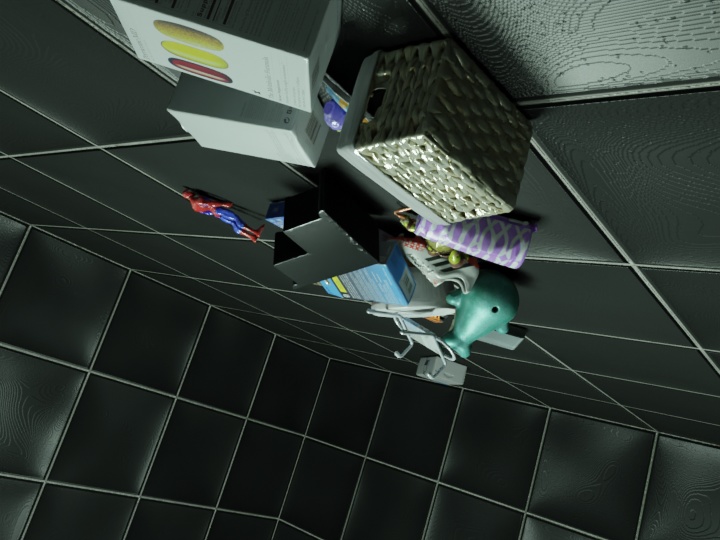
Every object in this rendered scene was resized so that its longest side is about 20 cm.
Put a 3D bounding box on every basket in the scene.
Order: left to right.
[{"bbox_3d":[0.093,-0.153,0.772,0.123,0.136,0.200,0,158,46],"label":"basket"}]

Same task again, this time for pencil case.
[{"bbox_3d":[0.188,-0.069,1.103,0.199,0.084,0.086,17,131,-3],"label":"pencil case"}]

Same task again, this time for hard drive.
[{"bbox_3d":[0.391,0.180,1.926,0.139,0.033,0.200,16,166,9],"label":"hard drive"}]

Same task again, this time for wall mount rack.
[{"bbox_3d":[0.105,0.142,1.431,0.200,0.075,0.174,28,154,49],"label":"wall mount rack"}]

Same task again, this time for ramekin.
[{"bbox_3d":[0.124,0.051,1.530,0.201,0.095,0.202,-1,170,0],"label":"ramekin"}]

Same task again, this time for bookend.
[{"bbox_3d":[-0.096,-0.069,1.256,0.199,0.092,0.199,-18,145,26],"label":"bookend"}]

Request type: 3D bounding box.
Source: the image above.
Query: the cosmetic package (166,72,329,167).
[{"bbox_3d":[-0.156,-0.219,0.950,0.199,0.081,0.113,15,166,17],"label":"cosmetic package"}]

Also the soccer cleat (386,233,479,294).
[{"bbox_3d":[0.144,-0.014,1.360,0.199,0.086,0.069,18,167,-2],"label":"soccer cleat"}]

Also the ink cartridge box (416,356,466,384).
[{"bbox_3d":[0.344,0.429,2.858,0.146,0.086,0.200,20,165,-11],"label":"ink cartridge box"}]

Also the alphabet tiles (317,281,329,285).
[{"bbox_3d":[-0.169,0.010,2.029,0.167,0.008,0.200,10,164,32],"label":"alphabet tiles"}]

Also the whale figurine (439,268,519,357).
[{"bbox_3d":[0.249,0.096,1.405,0.159,0.200,0.104,32,-170,-12],"label":"whale figurine"}]

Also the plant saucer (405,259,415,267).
[{"bbox_3d":[0.029,-0.009,1.540,0.199,0.032,0.200,-1,169,0],"label":"plant saucer"}]

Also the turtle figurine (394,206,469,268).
[{"bbox_3d":[0.161,-0.052,1.231,0.199,0.065,0.161,13,166,18],"label":"turtle figurine"}]

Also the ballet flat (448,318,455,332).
[{"bbox_3d":[0.254,0.103,1.541,0.067,0.063,0.200,-2,-164,34],"label":"ballet flat"}]

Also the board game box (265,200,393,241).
[{"bbox_3d":[-0.068,-0.091,1.419,0.199,0.044,0.200,26,164,-36],"label":"board game box"}]

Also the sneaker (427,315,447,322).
[{"bbox_3d":[0.193,0.097,1.790,0.112,0.078,0.200,16,178,-12],"label":"sneaker"}]

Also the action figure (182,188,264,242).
[{"bbox_3d":[-0.322,-0.135,1.563,0.199,0.052,0.065,26,159,-13],"label":"action figure"}]

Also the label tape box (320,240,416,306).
[{"bbox_3d":[0.000,0.000,1.398,0.199,0.066,0.143,8,147,31],"label":"label tape box"}]

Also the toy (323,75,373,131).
[{"bbox_3d":[-0.004,-0.183,0.850,0.200,0.047,0.115,26,-161,-45],"label":"toy"}]

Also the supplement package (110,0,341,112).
[{"bbox_3d":[-0.129,-0.261,0.681,0.199,0.110,0.114,18,166,2],"label":"supplement package"}]
